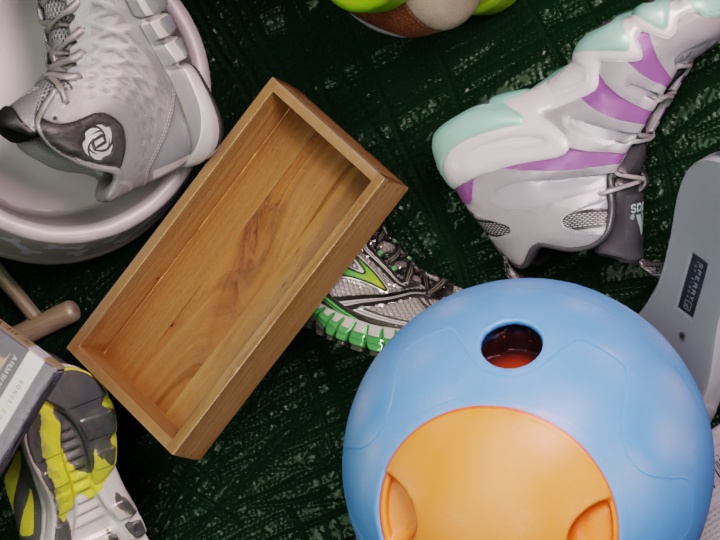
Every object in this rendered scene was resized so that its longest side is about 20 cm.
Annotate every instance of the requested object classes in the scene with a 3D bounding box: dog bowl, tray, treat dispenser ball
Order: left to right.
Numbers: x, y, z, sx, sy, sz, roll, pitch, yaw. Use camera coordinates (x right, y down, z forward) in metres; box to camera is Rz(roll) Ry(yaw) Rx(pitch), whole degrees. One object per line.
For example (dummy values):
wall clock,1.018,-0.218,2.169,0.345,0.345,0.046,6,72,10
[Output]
dog bowl,-0.178,-0.103,1.710,0.200,0.059,0.201,0,90,-17
tray,-0.071,0.000,1.680,0.099,0.037,0.200,43,100,26
treat dispenser ball,0.090,0.105,1.576,0.200,0.201,0.201,1,93,19

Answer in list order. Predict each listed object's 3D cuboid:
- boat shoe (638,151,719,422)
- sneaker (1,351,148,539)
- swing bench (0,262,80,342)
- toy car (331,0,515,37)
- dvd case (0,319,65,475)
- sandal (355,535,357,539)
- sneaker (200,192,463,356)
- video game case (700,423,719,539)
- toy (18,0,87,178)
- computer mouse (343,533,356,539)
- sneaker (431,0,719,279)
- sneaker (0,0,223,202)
boat shoe,0.210,0.017,1.632,0.071,0.091,0.201,43,132,35
sneaker,-0.178,0.129,1.760,0.085,0.074,0.200,42,141,50
swing bench,-0.309,0.047,1.745,0.200,0.199,0.130,-43,79,15
toy car,-0.034,-0.196,1.666,0.200,0.164,0.158,-12,88,29
dvd case,-0.279,0.059,1.622,0.200,0.016,0.149,35,102,13
sandal,0.028,0.178,1.669,0.080,0.057,0.201,-15,72,10
sneaker,0.000,0.000,1.699,0.200,0.078,0.085,20,98,18
video game case,0.283,0.140,1.636,0.200,0.022,0.183,-36,81,16
toy,-0.189,-0.151,1.764,0.115,0.047,0.200,-16,93,-14
computer mouse,0.047,0.158,1.713,0.200,0.034,0.059,-31,82,17
sneaker,0.151,-0.062,1.650,0.200,0.078,0.140,-32,84,27
sneaker,-0.166,-0.129,1.637,0.115,0.075,0.200,-33,100,-24
